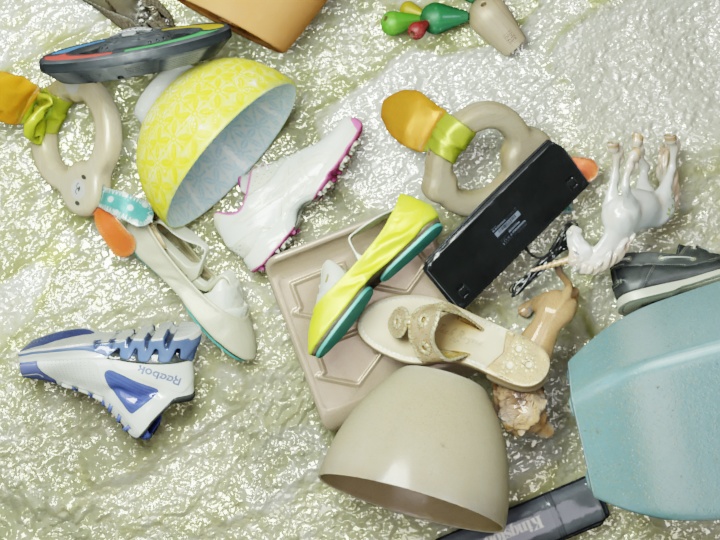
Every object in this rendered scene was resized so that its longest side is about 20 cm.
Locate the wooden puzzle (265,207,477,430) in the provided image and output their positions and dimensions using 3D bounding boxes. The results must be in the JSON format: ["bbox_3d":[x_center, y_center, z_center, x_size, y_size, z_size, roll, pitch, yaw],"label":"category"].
[{"bbox_3d":[0.013,0.048,1.761,0.184,0.046,0.202,-21,98,-6],"label":"wooden puzzle"}]

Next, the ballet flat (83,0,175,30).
[{"bbox_3d":[-0.284,-0.311,1.780,0.199,0.046,0.068,39,86,0],"label":"ballet flat"}]

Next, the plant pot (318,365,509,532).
[{"bbox_3d":[0.068,0.176,1.693,0.198,0.200,0.136,16,75,-1],"label":"plant pot"}]

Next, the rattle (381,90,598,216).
[{"bbox_3d":[0.139,-0.129,1.789,0.198,0.142,0.132,-4,99,-30],"label":"rattle"}]

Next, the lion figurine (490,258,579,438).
[{"bbox_3d":[0.188,0.079,1.734,0.072,0.122,0.202,16,85,-1],"label":"lion figurine"}]

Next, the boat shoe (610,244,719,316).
[{"bbox_3d":[0.366,-0.003,1.776,0.198,0.072,0.068,-9,62,-8],"label":"boat shoe"}]

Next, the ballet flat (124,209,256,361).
[{"bbox_3d":[-0.170,0.009,1.747,0.200,0.069,0.069,45,85,1],"label":"ballet flat"}]

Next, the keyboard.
[{"bbox_3d":[0.165,-0.036,1.747,0.200,0.021,0.127,-44,121,-3],"label":"keyboard"}]

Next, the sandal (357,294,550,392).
[{"bbox_3d":[0.093,0.061,1.675,0.210,0.070,0.078,18,69,16],"label":"sandal"}]

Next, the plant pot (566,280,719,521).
[{"bbox_3d":[0.319,0.142,1.689,0.198,0.196,0.198,-12,105,9],"label":"plant pot"}]

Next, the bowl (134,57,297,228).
[{"bbox_3d":[-0.171,-0.153,1.703,0.108,0.200,0.200,41,85,8],"label":"bowl"}]

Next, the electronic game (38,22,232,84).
[{"bbox_3d":[-0.228,-0.226,1.670,0.198,0.200,0.042,-10,104,-3],"label":"electronic game"}]

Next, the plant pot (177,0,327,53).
[{"bbox_3d":[-0.109,-0.320,1.718,0.199,0.200,0.141,26,91,0],"label":"plant pot"}]

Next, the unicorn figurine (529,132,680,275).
[{"bbox_3d":[0.282,-0.070,1.741,0.198,0.074,0.139,-10,110,-32],"label":"unicorn figurine"}]

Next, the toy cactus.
[{"bbox_3d":[0.120,-0.308,1.783,0.200,0.102,0.165,-45,99,-13],"label":"toy cactus"}]

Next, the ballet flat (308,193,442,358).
[{"bbox_3d":[0.000,0.000,1.707,0.067,0.067,0.200,42,85,12],"label":"ballet flat"}]

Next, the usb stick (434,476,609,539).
[{"bbox_3d":[0.170,0.281,1.763,0.198,0.033,0.056,-22,88,-3],"label":"usb stick"}]

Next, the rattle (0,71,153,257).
[{"bbox_3d":[-0.311,-0.113,1.700,0.129,0.143,0.202,-21,75,18],"label":"rattle"}]

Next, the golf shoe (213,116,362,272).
[{"bbox_3d":[-0.078,-0.096,1.762,0.091,0.075,0.201,38,84,4],"label":"golf shoe"}]

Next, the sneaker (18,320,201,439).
[{"bbox_3d":[-0.260,0.122,1.729,0.197,0.081,0.117,-4,102,9],"label":"sneaker"}]
